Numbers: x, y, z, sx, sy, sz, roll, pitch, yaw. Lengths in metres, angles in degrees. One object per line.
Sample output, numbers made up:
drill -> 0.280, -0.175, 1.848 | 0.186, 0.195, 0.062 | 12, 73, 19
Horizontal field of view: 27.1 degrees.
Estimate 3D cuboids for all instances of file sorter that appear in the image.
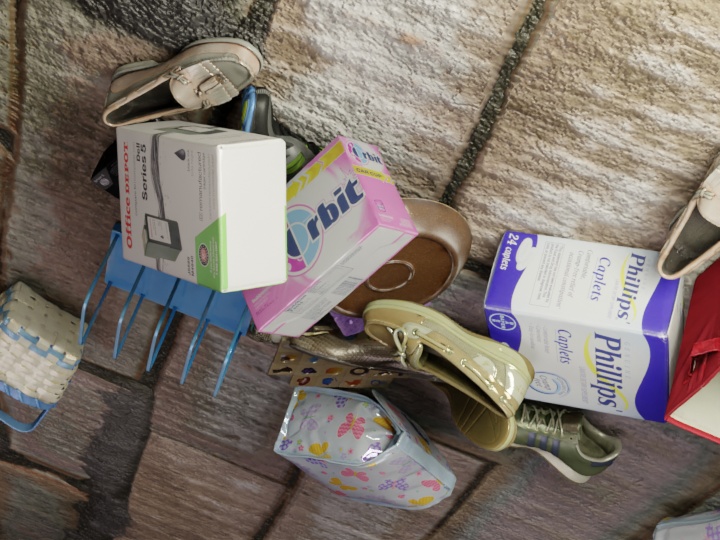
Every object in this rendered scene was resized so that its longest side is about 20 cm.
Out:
file sorter -> -0.242, 0.057, 1.883 | 0.199, 0.123, 0.139 | 21, 149, -2

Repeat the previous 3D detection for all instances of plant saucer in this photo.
plant saucer -> 0.029, -0.004, 1.639 | 0.199, 0.032, 0.201 | -10, 145, -7

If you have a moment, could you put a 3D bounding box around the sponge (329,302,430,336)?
sponge -> 0.000, 0.000, 1.686 | 0.111, 0.030, 0.200 | -20, 144, 8

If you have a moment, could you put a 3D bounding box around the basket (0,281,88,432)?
basket -> -0.482, 0.128, 2.087 | 0.176, 0.139, 0.200 | 36, 115, -24

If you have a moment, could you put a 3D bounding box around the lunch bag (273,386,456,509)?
lunch bag -> 0.017, 0.237, 1.996 | 0.199, 0.128, 0.170 | 6, 156, 38

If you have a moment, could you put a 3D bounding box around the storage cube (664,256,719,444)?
storage cube -> 0.427, 0.073, 1.479 | 0.199, 0.180, 0.171 | 23, 148, -4

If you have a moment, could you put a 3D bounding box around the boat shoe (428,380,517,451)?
boat shoe -> 0.139, 0.149, 1.780 | 0.063, 0.073, 0.201 | 24, -167, -34

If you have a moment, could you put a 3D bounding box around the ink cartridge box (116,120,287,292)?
ink cartridge box -> -0.164, -0.069, 1.520 | 0.084, 0.146, 0.199 | -10, -164, -37

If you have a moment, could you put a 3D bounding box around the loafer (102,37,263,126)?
loafer -> -0.185, -0.185, 1.537 | 0.199, 0.063, 0.072 | -7, 138, 37

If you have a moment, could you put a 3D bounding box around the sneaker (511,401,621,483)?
sneaker -> 0.243, 0.196, 1.886 | 0.200, 0.067, 0.090 | 32, 139, -20

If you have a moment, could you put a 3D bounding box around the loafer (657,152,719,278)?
loafer -> 0.342, -0.053, 1.421 | 0.072, 0.063, 0.200 | 37, 150, 7

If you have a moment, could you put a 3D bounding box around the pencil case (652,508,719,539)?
pencil case -> 0.477, 0.350, 1.965 | 0.090, 0.083, 0.200 | 31, 147, -21

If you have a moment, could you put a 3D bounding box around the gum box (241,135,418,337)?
gum box -> -0.048, -0.029, 1.537 | 0.200, 0.114, 0.066 | -41, 149, 28

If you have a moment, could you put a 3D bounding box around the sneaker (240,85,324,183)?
sneaker -> -0.073, -0.125, 1.577 | 0.082, 0.071, 0.200 | -13, 137, 14

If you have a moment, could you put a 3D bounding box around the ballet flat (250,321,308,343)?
ballet flat -> -0.093, 0.046, 1.827 | 0.075, 0.068, 0.200 | 38, 150, 17

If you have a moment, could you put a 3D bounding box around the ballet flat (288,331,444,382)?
ballet flat -> 0.014, 0.095, 1.781 | 0.199, 0.047, 0.067 | 10, 178, 8

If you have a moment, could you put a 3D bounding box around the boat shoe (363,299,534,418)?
boat shoe -> 0.086, 0.094, 1.617 | 0.200, 0.063, 0.073 | 25, 152, 12

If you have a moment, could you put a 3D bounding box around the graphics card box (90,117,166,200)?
graphics card box -> -0.194, -0.088, 1.703 | 0.199, 0.051, 0.125 | 32, 147, -21

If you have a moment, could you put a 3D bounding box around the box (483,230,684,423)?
box -> 0.248, 0.063, 1.636 | 0.199, 0.105, 0.184 | 8, 147, 17

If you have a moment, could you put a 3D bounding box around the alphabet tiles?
alphabet tiles -> -0.011, 0.110, 1.878 | 0.199, 0.006, 0.167 | 2, 151, -13
